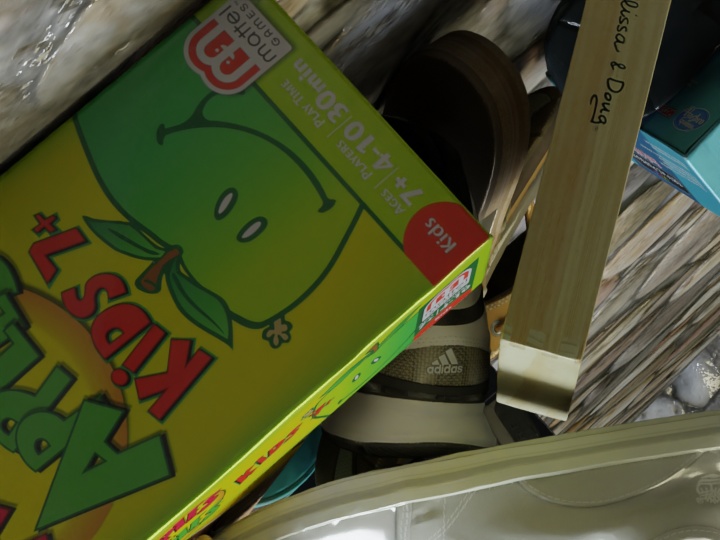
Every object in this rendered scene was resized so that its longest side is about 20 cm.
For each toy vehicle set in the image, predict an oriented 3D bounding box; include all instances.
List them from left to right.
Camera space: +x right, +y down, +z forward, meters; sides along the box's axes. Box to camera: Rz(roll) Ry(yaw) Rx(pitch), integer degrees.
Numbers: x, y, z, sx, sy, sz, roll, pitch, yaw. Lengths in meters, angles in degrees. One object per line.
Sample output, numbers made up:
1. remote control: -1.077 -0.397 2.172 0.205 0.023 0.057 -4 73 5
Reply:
1. toy vehicle set: 0.083 -0.057 0.833 0.124 0.026 0.202 76 29 -79

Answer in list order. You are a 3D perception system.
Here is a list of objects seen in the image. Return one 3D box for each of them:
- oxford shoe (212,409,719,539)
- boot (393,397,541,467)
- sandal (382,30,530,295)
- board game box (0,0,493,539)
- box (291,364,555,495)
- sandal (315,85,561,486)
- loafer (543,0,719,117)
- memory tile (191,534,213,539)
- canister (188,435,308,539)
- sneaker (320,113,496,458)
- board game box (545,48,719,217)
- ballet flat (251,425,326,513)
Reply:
1. oxford shoe: 0.045 0.090 0.827 0.198 0.058 0.075 -10 169 3
2. boot: 0.003 0.134 0.982 0.153 0.074 0.204 -26 155 -14
3. sandal: 0.036 -0.022 0.957 0.069 0.078 0.212 -33 160 -33
4. board game box: -0.071 0.025 0.665 0.200 0.102 0.048 -41 170 -11
5. box: -0.014 0.116 1.146 0.200 0.141 0.079 -39 172 -20
6. sandal: 0.043 0.018 1.038 0.201 0.054 0.080 -67 -157 -4
7. loafer: 0.147 -0.143 0.948 0.200 0.073 0.072 -40 -168 9
8. memory tile: -0.130 0.152 0.719 0.199 0.017 0.153 -35 -177 14
9. canister: -0.072 0.048 0.810 0.148 0.087 0.200 -34 168 -34
10. sneaker: 0.001 0.000 0.915 0.075 0.116 0.200 4 -177 -23
11. board game box: 0.183 -0.117 0.991 0.200 0.047 0.151 -44 -156 0
12. ballet flat: -0.088 0.084 0.998 0.070 0.068 0.200 -20 -177 31
